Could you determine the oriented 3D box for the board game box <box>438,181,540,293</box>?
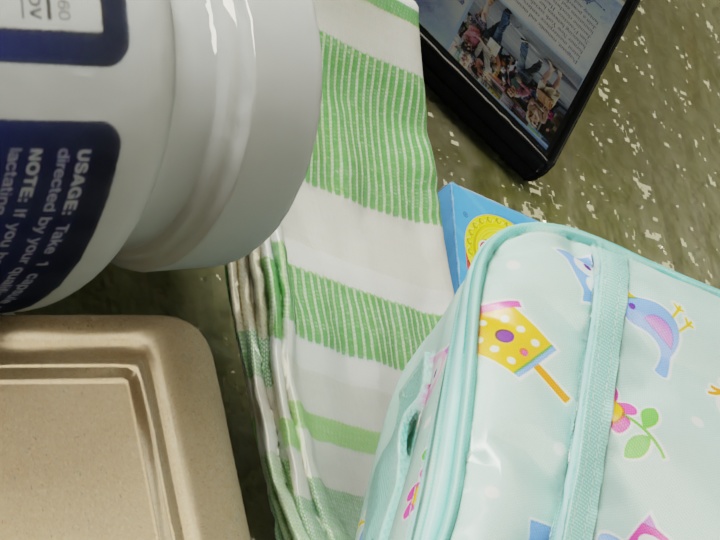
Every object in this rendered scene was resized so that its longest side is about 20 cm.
[{"bbox_3d":[0.094,0.093,0.912,0.195,0.056,0.201,22,48,-33],"label":"board game box"}]

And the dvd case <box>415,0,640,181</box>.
[{"bbox_3d":[0.053,-0.139,1.077,0.143,0.018,0.200,44,39,-11],"label":"dvd case"}]

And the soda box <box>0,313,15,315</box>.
[{"bbox_3d":[-0.095,0.068,0.681,0.200,0.068,0.064,46,39,-8],"label":"soda box"}]

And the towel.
[{"bbox_3d":[0.000,0.000,0.759,0.152,0.023,0.201,18,58,-64],"label":"towel"}]

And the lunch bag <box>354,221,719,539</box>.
[{"bbox_3d":[0.071,0.088,0.667,0.160,0.077,0.201,25,43,-12],"label":"lunch bag"}]

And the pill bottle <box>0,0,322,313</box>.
[{"bbox_3d":[-0.114,-0.046,0.594,0.199,0.116,0.116,-1,62,-39],"label":"pill bottle"}]

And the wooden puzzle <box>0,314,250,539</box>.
[{"bbox_3d":[-0.103,0.097,0.589,0.199,0.037,0.186,4,62,-35],"label":"wooden puzzle"}]
